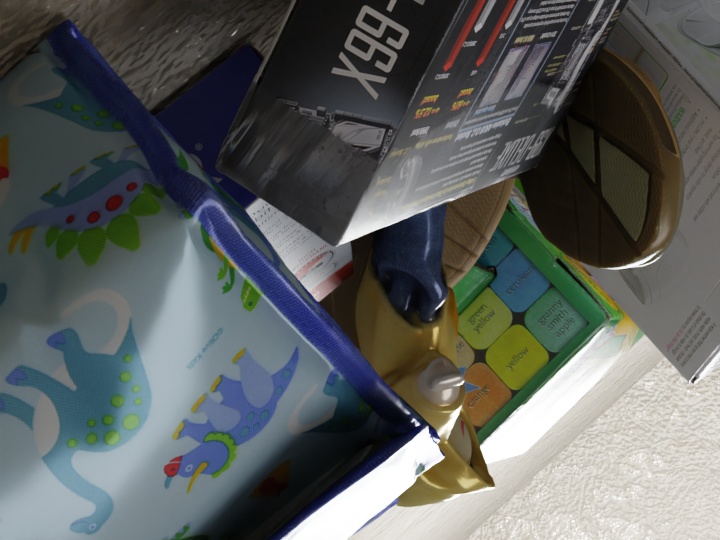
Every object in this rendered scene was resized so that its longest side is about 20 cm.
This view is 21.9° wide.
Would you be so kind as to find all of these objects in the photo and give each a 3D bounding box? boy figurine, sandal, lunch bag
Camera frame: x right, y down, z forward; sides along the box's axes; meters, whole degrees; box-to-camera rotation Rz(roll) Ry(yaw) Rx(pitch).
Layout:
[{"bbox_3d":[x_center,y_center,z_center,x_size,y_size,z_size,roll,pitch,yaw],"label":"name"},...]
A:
[{"bbox_3d":[0.029,0.028,0.810,0.064,0.124,0.200,-6,120,-5],"label":"boy figurine"},{"bbox_3d":[0.092,-0.057,0.762,0.200,0.054,0.081,-134,-132,-68],"label":"sandal"},{"bbox_3d":[-0.079,0.059,0.568,0.170,0.127,0.200,-40,138,-1],"label":"lunch bag"}]

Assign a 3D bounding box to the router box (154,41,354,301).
[{"bbox_3d":[-0.096,0.023,0.709,0.200,0.049,0.180,-40,167,-8],"label":"router box"}]

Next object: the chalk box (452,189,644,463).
[{"bbox_3d":[0.065,0.024,1.011,0.125,0.124,0.200,-45,167,14],"label":"chalk box"}]

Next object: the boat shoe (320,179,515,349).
[{"bbox_3d":[0.000,0.000,0.897,0.200,0.071,0.069,-52,-168,10],"label":"boat shoe"}]

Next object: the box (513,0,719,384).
[{"bbox_3d":[0.149,-0.067,0.846,0.097,0.177,0.200,-37,165,-19],"label":"box"}]

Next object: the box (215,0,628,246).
[{"bbox_3d":[0.046,-0.099,0.607,0.158,0.050,0.200,-62,165,21],"label":"box"}]
